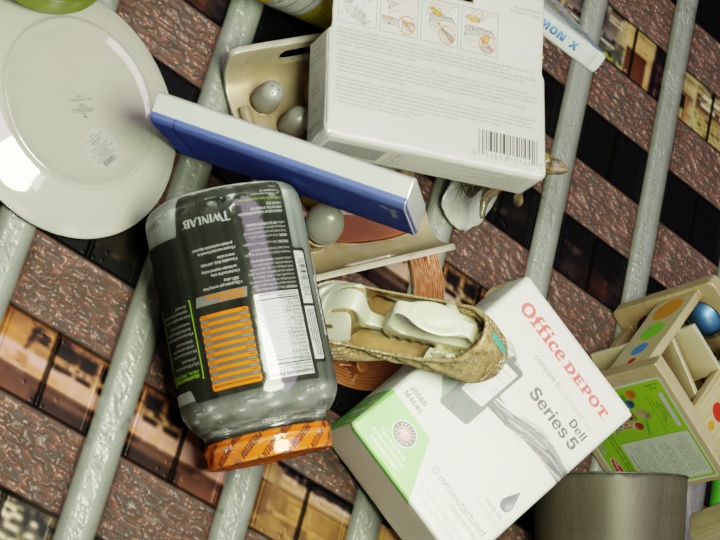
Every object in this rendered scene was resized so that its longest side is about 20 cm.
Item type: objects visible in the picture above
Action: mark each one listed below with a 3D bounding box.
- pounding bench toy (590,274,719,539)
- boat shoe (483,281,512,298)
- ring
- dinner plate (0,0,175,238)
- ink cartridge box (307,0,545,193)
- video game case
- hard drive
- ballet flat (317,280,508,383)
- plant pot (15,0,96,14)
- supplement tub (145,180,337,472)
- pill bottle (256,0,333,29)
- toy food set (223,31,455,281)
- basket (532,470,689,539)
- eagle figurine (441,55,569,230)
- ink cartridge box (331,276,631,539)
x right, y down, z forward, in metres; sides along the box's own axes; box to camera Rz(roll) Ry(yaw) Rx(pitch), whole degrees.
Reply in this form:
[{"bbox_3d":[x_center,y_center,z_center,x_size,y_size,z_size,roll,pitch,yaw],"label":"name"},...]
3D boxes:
[{"bbox_3d":[0.306,0.132,1.738,0.201,0.124,0.156,56,48,-13],"label":"pounding bench toy"},{"bbox_3d":[0.109,0.099,1.608,0.064,0.071,0.202,23,63,-35],"label":"boat shoe"},{"bbox_3d":[0.000,0.000,1.578,0.199,0.019,0.203,14,68,-38],"label":"ring"},{"bbox_3d":[-0.216,-0.124,1.422,0.199,0.024,0.203,14,68,-39],"label":"dinner plate"},{"bbox_3d":[0.057,-0.168,1.536,0.198,0.045,0.178,11,70,-23],"label":"ink cartridge box"},{"bbox_3d":[0.120,-0.266,1.679,0.181,0.022,0.200,32,17,-26],"label":"video game case"},{"bbox_3d":[-0.051,-0.079,1.418,0.198,0.132,0.026,19,84,8],"label":"hard drive"},{"bbox_3d":[0.017,0.037,1.461,0.065,0.198,0.071,79,21,-60],"label":"ballet flat"},{"bbox_3d":[-0.192,-0.287,1.367,0.199,0.193,0.202,20,55,-30],"label":"plant pot"},{"bbox_3d":[-0.086,0.043,1.415,0.122,0.122,0.202,-4,80,-42],"label":"supplement tub"},{"bbox_3d":[-0.046,-0.266,1.559,0.199,0.111,0.113,18,65,-38],"label":"pill bottle"},{"bbox_3d":[-0.016,-0.095,1.529,0.142,0.060,0.202,-13,80,-24],"label":"toy food set"},{"bbox_3d":[0.211,0.275,1.596,0.134,0.180,0.202,0,80,0],"label":"basket"},{"bbox_3d":[0.101,-0.154,1.669,0.201,0.150,0.152,58,-5,29],"label":"eagle figurine"},{"bbox_3d":[0.095,0.124,1.522,0.200,0.084,0.146,-39,92,-20],"label":"ink cartridge box"}]
